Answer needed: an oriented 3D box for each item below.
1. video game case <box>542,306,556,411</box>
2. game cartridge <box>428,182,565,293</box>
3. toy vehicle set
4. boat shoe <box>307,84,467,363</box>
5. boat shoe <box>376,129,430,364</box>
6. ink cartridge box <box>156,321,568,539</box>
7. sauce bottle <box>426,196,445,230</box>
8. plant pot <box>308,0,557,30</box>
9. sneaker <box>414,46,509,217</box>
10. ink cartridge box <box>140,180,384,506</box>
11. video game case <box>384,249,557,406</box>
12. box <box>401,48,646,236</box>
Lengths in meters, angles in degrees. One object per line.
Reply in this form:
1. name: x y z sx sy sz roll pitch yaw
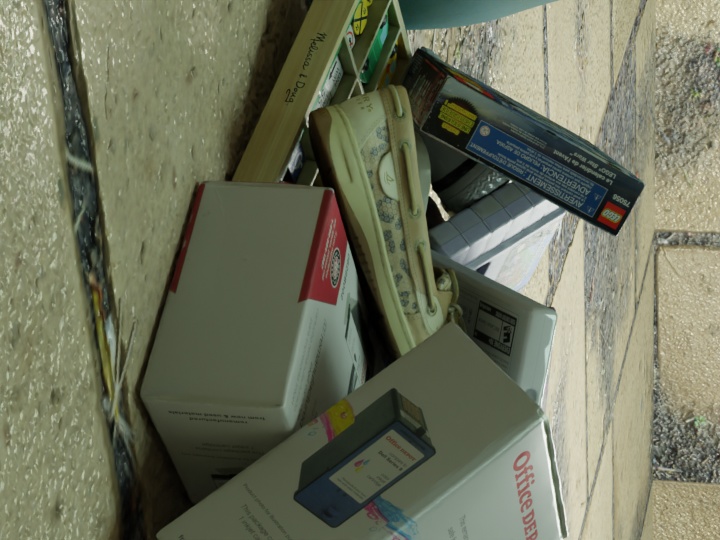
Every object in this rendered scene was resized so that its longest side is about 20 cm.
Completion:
1. video game case: 0.099 0.127 1.357 0.181 0.035 0.202 -15 111 -80
2. game cartridge: 0.076 0.011 1.464 0.129 0.038 0.200 -26 157 -29
3. toy vehicle set: -0.022 -0.089 1.257 0.124 0.026 0.201 69 39 -59
4. boat shoe: 0.028 -0.008 1.198 0.073 0.062 0.201 -133 -157 -70
5. boat shoe: 0.000 0.000 1.385 0.072 0.060 0.203 39 -50 52
6. ink cartridge box: 0.007 0.144 1.084 0.199 0.088 0.146 -34 145 -14
7. sauce bottle: 0.035 -0.021 1.503 0.200 0.064 0.065 67 30 -60
8. plant pot: 0.074 -0.250 1.342 0.200 0.186 0.202 5 90 -76
9. sneaker: 0.063 -0.099 1.479 0.115 0.075 0.200 51 4 2
10. ink cartridge box: -0.047 0.067 1.159 0.201 0.082 0.148 73 24 -53
11. video game case: 0.057 0.092 1.278 0.200 0.024 0.184 -151 -111 -66
12. box: 0.094 -0.084 1.283 0.040 0.136 0.200 -60 -172 8
